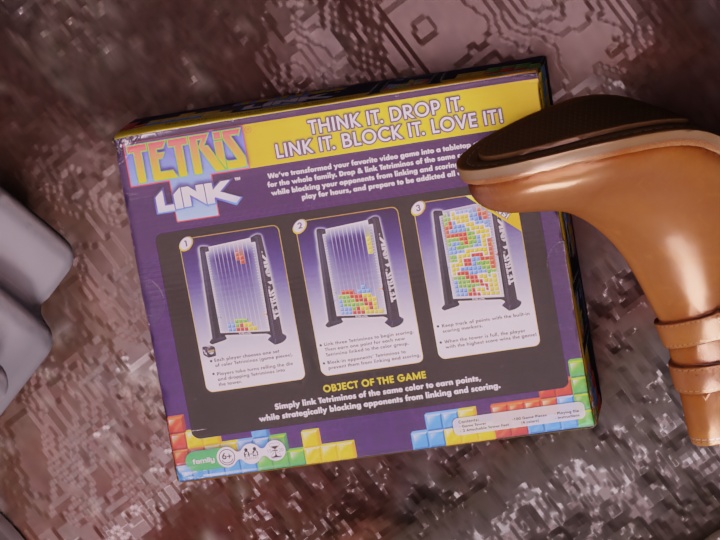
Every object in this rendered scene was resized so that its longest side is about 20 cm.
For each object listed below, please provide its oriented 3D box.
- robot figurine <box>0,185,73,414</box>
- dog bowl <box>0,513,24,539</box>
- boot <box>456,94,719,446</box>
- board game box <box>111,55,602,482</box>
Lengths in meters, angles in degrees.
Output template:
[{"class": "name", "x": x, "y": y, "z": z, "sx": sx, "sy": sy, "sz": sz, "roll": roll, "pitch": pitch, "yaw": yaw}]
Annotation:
[{"class": "robot figurine", "x": -0.220, "y": 0.045, "z": 1.308, "sx": 0.113, "sy": 0.169, "sz": 0.200, "roll": 41, "pitch": 84, "yaw": -35}, {"class": "dog bowl", "x": -0.243, "y": 0.195, "z": 1.390, "sx": 0.199, "sy": 0.059, "sz": 0.201, "roll": 2, "pitch": 103, "yaw": 9}, {"class": "boot", "x": 0.139, "y": 0.000, "z": 1.260, "sx": 0.199, "sy": 0.077, "sz": 0.156, "roll": -10, "pitch": 109, "yaw": -23}, {"class": "board game box", "x": 0.000, "y": 0.000, "z": 1.311, "sx": 0.199, "sy": 0.057, "sz": 0.166, "roll": -8, "pitch": 99, "yaw": 10}]
